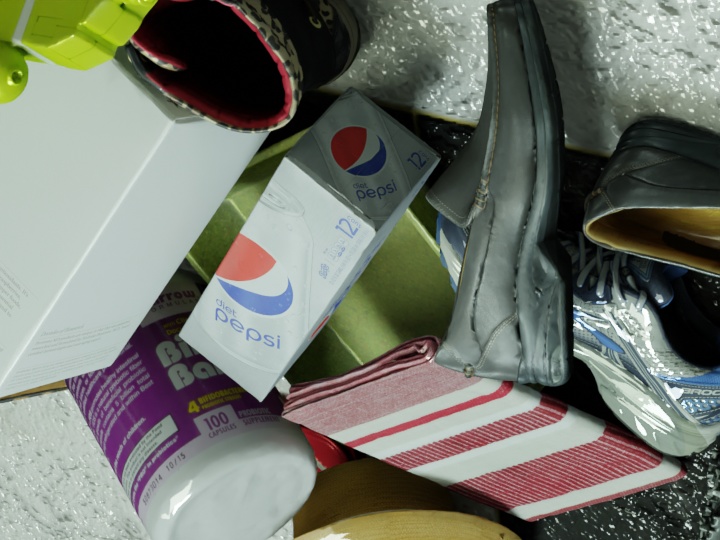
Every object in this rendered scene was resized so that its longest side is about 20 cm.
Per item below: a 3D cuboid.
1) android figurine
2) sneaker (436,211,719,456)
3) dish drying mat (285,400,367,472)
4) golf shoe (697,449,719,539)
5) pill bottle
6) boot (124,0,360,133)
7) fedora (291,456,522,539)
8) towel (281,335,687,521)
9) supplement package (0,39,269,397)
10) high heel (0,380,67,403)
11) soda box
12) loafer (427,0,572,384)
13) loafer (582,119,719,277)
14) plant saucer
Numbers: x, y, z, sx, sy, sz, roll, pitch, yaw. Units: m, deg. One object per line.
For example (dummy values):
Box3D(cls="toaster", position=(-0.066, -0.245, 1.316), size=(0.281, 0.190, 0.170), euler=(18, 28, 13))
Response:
Box3D(cls="android figurine", position=(-0.163, -0.169, 1.303), size=(0.199, 0.183, 0.041), euler=(14, 170, 42))
Box3D(cls="sneaker", position=(0.134, 0.010, 1.399), size=(0.199, 0.077, 0.085), euler=(35, 134, -5))
Box3D(cls="dish drying mat", position=(-0.081, 0.108, 1.725), size=(0.199, 0.018, 0.077), euler=(14, 137, 31))
Box3D(cls="golf shoe", position=(0.237, 0.165, 1.470), size=(0.094, 0.078, 0.201), euler=(8, 137, 12))
Box3D(cls="pill bottle", position=(-0.116, 0.070, 1.577), size=(0.200, 0.112, 0.113), euler=(56, 154, 31))
Box3D(cls="boot", position=(-0.093, -0.153, 1.344), size=(0.200, 0.151, 0.073), euler=(42, 110, -7))
Box3D(cls="fedora", position=(0.011, 0.171, 1.629), size=(0.199, 0.082, 0.201), euler=(-8, 151, -5))
Box3D(cls="towel", position=(0.073, 0.094, 1.499), size=(0.199, 0.023, 0.144), euler=(26, 150, -32))
Box3D(cls="supplement package", position=(-0.157, -0.049, 1.409), size=(0.121, 0.120, 0.200), euler=(45, 116, 17))
Box3D(cls="high heel", position=(-0.176, 0.075, 1.670), size=(0.199, 0.143, 0.072), euler=(24, 141, 21))
Box3D(cls="soda box", position=(-0.032, -0.011, 1.422), size=(0.063, 0.068, 0.200), euler=(39, 144, 3))
Box3D(cls="loafer", position=(0.069, -0.040, 1.322), size=(0.072, 0.073, 0.202), euler=(-1, 97, 8))
Box3D(cls="loafer", position=(0.206, -0.014, 1.296), size=(0.199, 0.072, 0.073), euler=(15, 136, 30))
Box3D(cls="plant saucer", position=(0.000, 0.000, 1.516), size=(0.200, 0.048, 0.199), euler=(51, 143, -14))
